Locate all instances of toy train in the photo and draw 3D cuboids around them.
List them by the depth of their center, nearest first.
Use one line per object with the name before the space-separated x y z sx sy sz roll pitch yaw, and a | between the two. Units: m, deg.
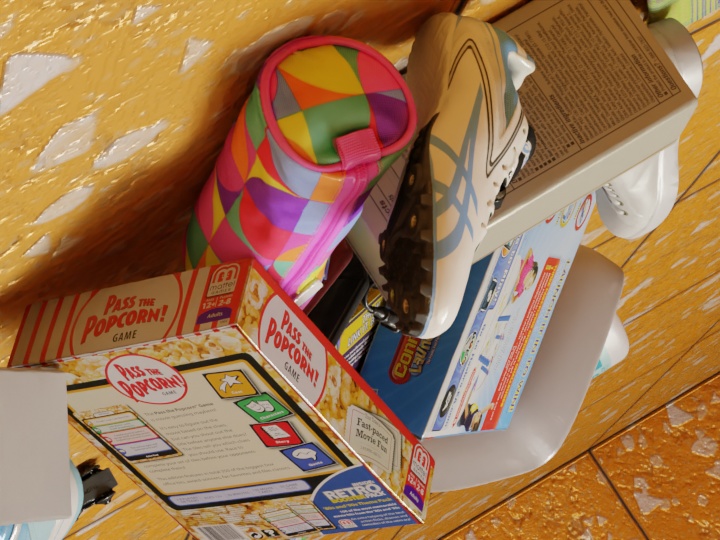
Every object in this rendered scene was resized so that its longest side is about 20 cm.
toy train | -0.266 0.196 1.496 0.200 0.034 0.046 -27 177 -26

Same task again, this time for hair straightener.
hair straightener | 0.000 0.000 1.225 0.041 0.077 0.200 -2 -140 35

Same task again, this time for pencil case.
pencil case | -0.035 -0.039 1.067 0.088 0.088 0.200 -27 163 -25

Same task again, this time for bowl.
bowl | 0.088 0.063 1.563 0.200 0.075 0.200 -18 -141 50

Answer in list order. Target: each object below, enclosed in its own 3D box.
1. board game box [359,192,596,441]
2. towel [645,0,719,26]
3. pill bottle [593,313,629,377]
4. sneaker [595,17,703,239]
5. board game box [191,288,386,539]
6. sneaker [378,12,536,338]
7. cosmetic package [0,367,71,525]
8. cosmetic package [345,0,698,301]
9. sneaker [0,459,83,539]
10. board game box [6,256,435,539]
board game box | 0.082 0.007 1.366 0.200 0.056 0.196 -69 161 5
towel | 0.258 -0.215 1.271 0.200 0.023 0.144 -33 168 4
pill bottle | 0.130 0.080 1.836 0.200 0.111 0.111 -32 167 -3
sneaker | 0.158 -0.082 1.328 0.085 0.073 0.200 -23 149 -15
board game box | -0.029 0.080 1.320 0.200 0.057 0.166 -40 145 -54
sneaker | 0.053 -0.049 1.037 0.072 0.072 0.200 119 -15 -51
cosmetic package | -0.228 0.089 1.005 0.107 0.090 0.200 -6 172 19
cosmetic package | 0.077 -0.075 1.168 0.200 0.104 0.073 -30 167 -10
sneaker | -0.277 0.200 1.361 0.131 0.080 0.200 -13 140 -55
board game box | -0.073 0.080 1.136 0.151 0.046 0.200 -11 139 29
